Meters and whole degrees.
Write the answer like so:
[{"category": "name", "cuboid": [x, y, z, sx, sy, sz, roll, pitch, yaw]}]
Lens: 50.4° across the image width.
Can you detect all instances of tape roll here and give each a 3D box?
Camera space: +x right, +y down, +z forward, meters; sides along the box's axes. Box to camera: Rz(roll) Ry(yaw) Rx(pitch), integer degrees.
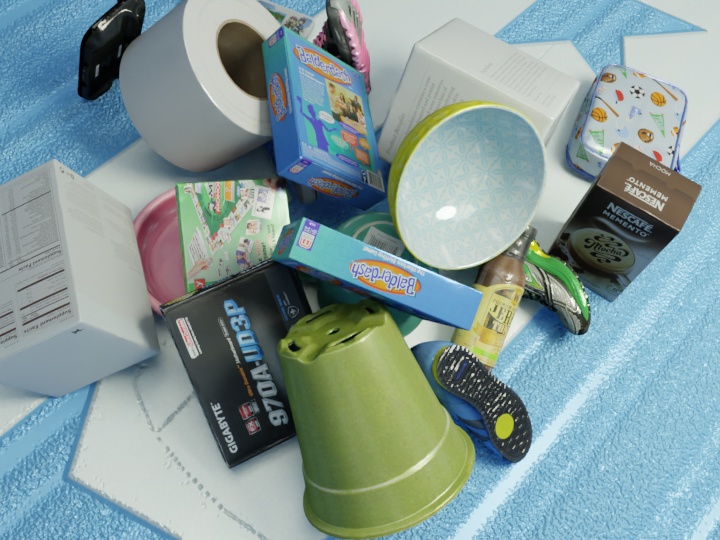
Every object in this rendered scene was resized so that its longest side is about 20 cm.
[{"category": "tape roll", "cuboid": [-0.190, -0.246, 0.997, 0.202, 0.138, 0.205, 23, 59, -44]}]

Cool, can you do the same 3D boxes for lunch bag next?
[{"category": "lunch bag", "cuboid": [0.398, -0.202, 1.131, 0.159, 0.076, 0.201, 24, 63, 3]}]

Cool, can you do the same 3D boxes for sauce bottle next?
[{"category": "sauce bottle", "cuboid": [0.166, 0.035, 0.955, 0.064, 0.065, 0.202, 20, 90, 4]}]

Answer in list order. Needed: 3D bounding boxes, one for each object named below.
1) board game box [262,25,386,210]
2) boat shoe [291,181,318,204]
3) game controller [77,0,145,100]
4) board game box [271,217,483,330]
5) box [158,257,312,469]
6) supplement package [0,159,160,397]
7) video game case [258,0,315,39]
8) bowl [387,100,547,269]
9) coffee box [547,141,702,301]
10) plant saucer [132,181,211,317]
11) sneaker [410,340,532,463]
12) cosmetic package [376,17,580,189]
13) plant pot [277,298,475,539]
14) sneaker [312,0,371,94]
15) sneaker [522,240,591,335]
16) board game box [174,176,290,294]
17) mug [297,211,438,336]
[{"category": "board game box", "cuboid": [-0.046, -0.190, 0.969, 0.151, 0.045, 0.202, 19, 52, -43]}, {"category": "boat shoe", "cuboid": [-0.074, -0.187, 1.071, 0.066, 0.074, 0.202, -10, 66, -11]}, {"category": "game controller", "cuboid": [-0.339, -0.298, 1.033, 0.104, 0.200, 0.042, -42, 95, -24]}, {"category": "board game box", "cuboid": [0.011, 0.004, 0.814, 0.198, 0.152, 0.045, 23, 86, -12]}, {"category": "box", "cuboid": [-0.121, 0.101, 0.889, 0.158, 0.046, 0.202, -23, 102, -17]}, {"category": "supplement package", "cuboid": [-0.349, 0.015, 0.877, 0.149, 0.152, 0.202, -23, 67, 10]}, {"category": "video game case", "cuboid": [-0.194, -0.351, 1.168, 0.198, 0.022, 0.183, 22, 64, 6]}, {"category": "bowl", "cuboid": [0.109, -0.114, 0.912, 0.198, 0.202, 0.108, -19, 34, -15]}, {"category": "coffee box", "cuboid": [0.328, -0.056, 0.981, 0.112, 0.200, 0.080, 32, 65, 10]}, {"category": "plant saucer", "cuboid": [-0.200, -0.018, 0.989, 0.198, 0.051, 0.202, 3, 65, -5]}, {"category": "sneaker", "cuboid": [0.131, 0.153, 0.914, 0.200, 0.078, 0.066, 47, 68, -24]}, {"category": "cosmetic package", "cuboid": [0.155, -0.204, 1.024, 0.199, 0.168, 0.166, 31, 38, 9]}, {"category": "plant pot", "cuboid": [0.001, 0.140, 0.809, 0.199, 0.200, 0.192, -26, 110, -17]}, {"category": "sneaker", "cuboid": [-0.038, -0.310, 1.075, 0.094, 0.200, 0.080, 0, 70, 7]}, {"category": "sneaker", "cuboid": [0.222, 0.016, 1.013, 0.085, 0.078, 0.200, -38, 64, -14]}, {"category": "board game box", "cuboid": [-0.147, -0.008, 0.926, 0.133, 0.029, 0.202, -5, 87, -19]}, {"category": "mug", "cuboid": [0.008, 0.008, 0.963, 0.183, 0.115, 0.153, -17, 67, -14]}]
